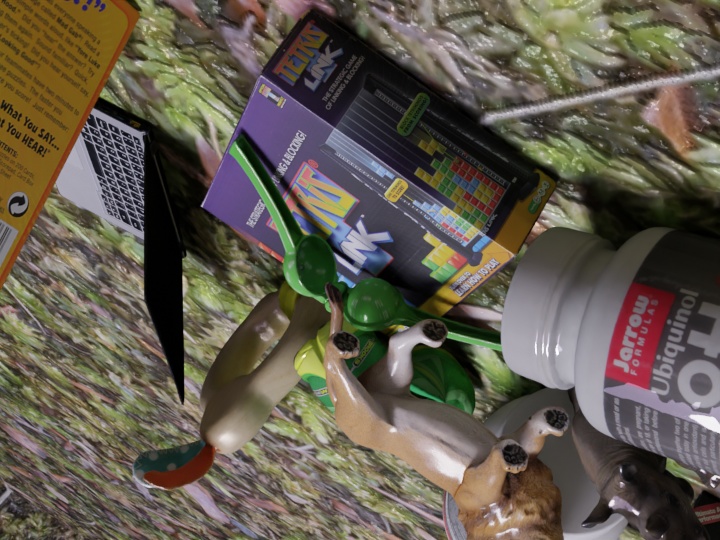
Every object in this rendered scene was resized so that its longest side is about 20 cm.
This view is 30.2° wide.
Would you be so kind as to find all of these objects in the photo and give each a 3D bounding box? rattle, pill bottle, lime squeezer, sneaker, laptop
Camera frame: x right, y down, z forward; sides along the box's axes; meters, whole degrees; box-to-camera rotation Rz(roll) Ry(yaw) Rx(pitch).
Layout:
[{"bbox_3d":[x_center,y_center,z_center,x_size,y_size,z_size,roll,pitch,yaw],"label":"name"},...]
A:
[{"bbox_3d":[-0.058,0.113,0.973,0.130,0.201,0.143,-7,133,38],"label":"rattle"},{"bbox_3d":[0.123,0.150,0.910,0.115,0.116,0.200,30,162,7],"label":"pill bottle"},{"bbox_3d":[0.000,0.000,0.771,0.199,0.038,0.071,36,125,-3],"label":"lime squeezer"},{"bbox_3d":[0.174,0.042,0.655,0.199,0.111,0.111,18,152,32],"label":"pill bottle"},{"bbox_3d":[0.025,0.092,0.915,0.200,0.074,0.084,23,-150,-57],"label":"sneaker"},{"bbox_3d":[-0.195,-0.025,0.997,0.199,0.116,0.188,27,156,14],"label":"laptop"}]

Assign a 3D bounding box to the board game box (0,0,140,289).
[{"bbox_3d":[-0.295,-0.127,0.773,0.199,0.201,0.200,13,163,39],"label":"board game box"}]

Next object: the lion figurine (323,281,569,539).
[{"bbox_3d":[0.044,0.099,0.770,0.200,0.072,0.123,41,145,13],"label":"lion figurine"}]

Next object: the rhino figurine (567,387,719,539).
[{"bbox_3d":[0.155,0.099,0.740,0.087,0.200,0.060,30,116,-8],"label":"rhino figurine"}]

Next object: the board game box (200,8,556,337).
[{"bbox_3d":[0.001,-0.044,0.783,0.165,0.057,0.200,33,157,-3],"label":"board game box"}]

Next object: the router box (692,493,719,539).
[{"bbox_3d":[0.287,0.254,0.986,0.149,0.062,0.200,29,156,14],"label":"router box"}]
